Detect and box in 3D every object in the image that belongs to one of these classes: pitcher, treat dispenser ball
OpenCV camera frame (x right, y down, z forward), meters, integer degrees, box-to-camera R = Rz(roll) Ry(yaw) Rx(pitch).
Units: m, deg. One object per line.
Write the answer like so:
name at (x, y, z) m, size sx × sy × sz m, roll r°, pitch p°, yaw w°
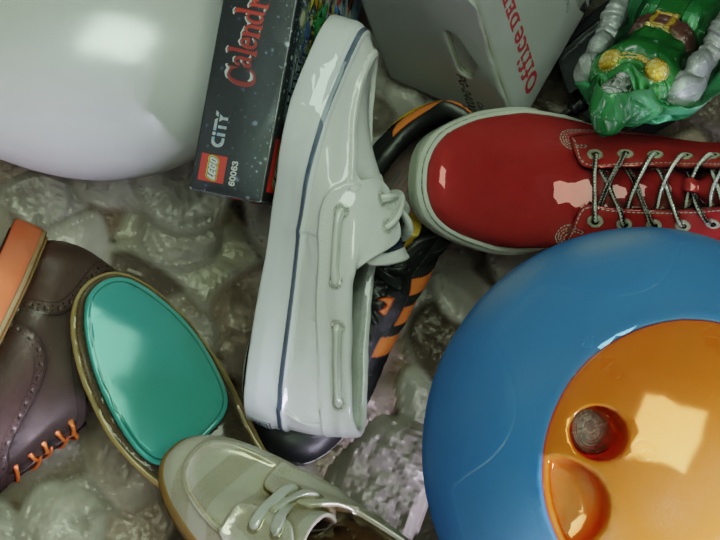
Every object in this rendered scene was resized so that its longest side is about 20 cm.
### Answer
pitcher at (-0.163, -0.127, 1.437) m, size 0.199 × 0.121 × 0.172 m, roll 0°, pitch 59°, yaw 2°
treat dispenser ball at (0.127, 0.081, 1.293) m, size 0.200 × 0.201 × 0.202 m, roll 2°, pitch 76°, yaw -7°

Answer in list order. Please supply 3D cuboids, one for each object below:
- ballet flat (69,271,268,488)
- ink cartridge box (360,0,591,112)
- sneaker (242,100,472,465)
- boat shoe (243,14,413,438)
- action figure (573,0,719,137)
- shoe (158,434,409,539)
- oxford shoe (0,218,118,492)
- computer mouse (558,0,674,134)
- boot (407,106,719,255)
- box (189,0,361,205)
ballet flat at (-0.081, 0.092, 1.411) m, size 0.069 × 0.063 × 0.200 m, roll -35°, pitch 88°, yaw -21°
ink cartridge box at (0.079, -0.195, 1.449) m, size 0.083 × 0.145 × 0.201 m, roll 23°, pitch 71°, yaw 23°
sneaker at (0.000, 0.000, 1.432) m, size 0.070 × 0.090 × 0.201 m, roll 28°, pitch 74°, yaw 0°
boat shoe at (-0.007, -0.019, 1.373) m, size 0.065 × 0.074 × 0.201 m, roll 11°, pitch 103°, yaw 11°
action figure at (0.157, -0.123, 1.416) m, size 0.118 × 0.055 × 0.200 m, roll 10°, pitch 38°, yaw 24°
shoe at (-0.005, 0.134, 1.346) m, size 0.200 × 0.053 × 0.070 m, roll 34°, pitch 52°, yaw 4°
oxford shoe at (-0.171, 0.076, 1.404) m, size 0.072 × 0.071 × 0.201 m, roll 21°, pitch 75°, yaw -7°
computer mouse at (0.161, -0.086, 1.496) m, size 0.199 × 0.046 × 0.141 m, roll -26°, pitch 81°, yaw -13°
boot at (0.134, -0.042, 1.376) m, size 0.199 × 0.144 × 0.073 m, roll 2°, pitch 90°, yaw -31°
box at (-0.032, -0.132, 1.409) m, size 0.037 × 0.137 × 0.201 m, roll 11°, pitch 92°, yaw 11°
